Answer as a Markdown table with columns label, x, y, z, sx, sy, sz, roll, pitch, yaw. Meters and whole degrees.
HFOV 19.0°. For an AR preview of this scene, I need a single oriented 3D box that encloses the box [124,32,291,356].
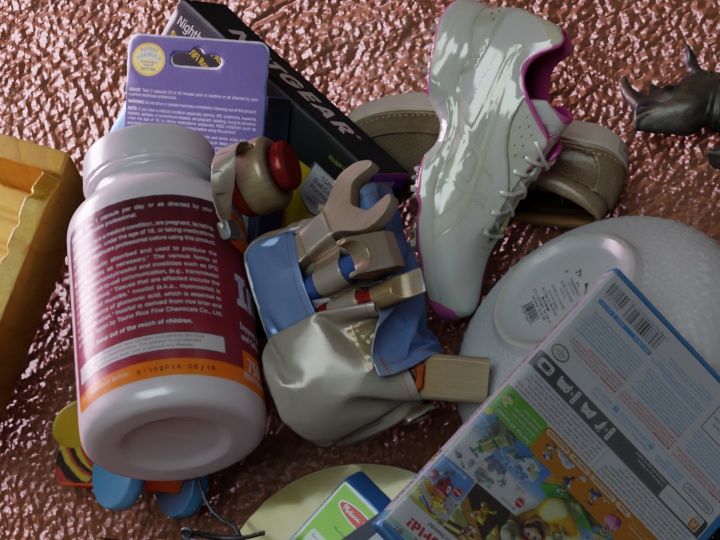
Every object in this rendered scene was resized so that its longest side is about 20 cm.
| label | x | y | z | sx | sy | sz | roll | pitch | yaw |
| --- | --- | --- | --- | --- | --- | --- | --- | --- | --- |
| box | -0.105 | -0.051 | 1.407 | 0.120 | 0.032 | 0.202 | 8 | 96 | 34 |

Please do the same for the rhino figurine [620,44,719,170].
| label | x | y | z | sx | sy | sz | roll | pitch | yaw |
| --- | --- | --- | --- | --- | --- | --- | --- | --- | --- |
| rhino figurine | 0.253 | -0.087 | 1.360 | 0.199 | 0.060 | 0.088 | 23 | 62 | 25 |

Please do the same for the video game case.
| label | x | y | z | sx | sy | sz | roll | pitch | yaw |
| --- | --- | --- | --- | --- | --- | --- | --- | --- | --- |
| video game case | 0.122 | 0.119 | 1.188 | 0.143 | 0.018 | 0.200 | 46 | 75 | -5 |

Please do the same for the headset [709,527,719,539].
| label | x | y | z | sx | sy | sz | roll | pitch | yaw |
| --- | --- | --- | --- | --- | --- | --- | --- | --- | --- |
| headset | 0.191 | 0.137 | 1.310 | 0.200 | 0.094 | 0.124 | -52 | 50 | 15 |

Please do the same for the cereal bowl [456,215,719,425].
| label | x | y | z | sx | sy | sz | roll | pitch | yaw |
| --- | --- | --- | --- | --- | --- | --- | --- | --- | --- |
| cereal bowl | 0.140 | 0.039 | 1.296 | 0.199 | 0.084 | 0.201 | -23 | 36 | 18 |

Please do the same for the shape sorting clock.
| label | x | y | z | sx | sy | sz | roll | pitch | yaw |
| --- | --- | --- | --- | --- | --- | --- | --- | --- | --- |
| shape sorting clock | 0.002 | 0.222 | 1.356 | 0.198 | 0.039 | 0.202 | -2 | 81 | 14 |

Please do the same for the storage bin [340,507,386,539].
| label | x | y | z | sx | sy | sz | roll | pitch | yaw |
| --- | --- | --- | --- | --- | --- | --- | --- | --- | --- |
| storage bin | 0.028 | 0.227 | 1.269 | 0.199 | 0.146 | 0.135 | -35 | 102 | 6 |

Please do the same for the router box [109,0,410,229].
| label | x | y | z | sx | sy | sz | roll | pitch | yaw |
| --- | --- | --- | --- | --- | --- | --- | --- | --- | --- |
| router box | -0.079 | -0.064 | 1.441 | 0.200 | 0.051 | 0.150 | 43 | 114 | 27 |

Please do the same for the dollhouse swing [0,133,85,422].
| label | x | y | z | sx | sy | sz | roll | pitch | yaw |
| --- | --- | --- | --- | --- | --- | --- | --- | --- | --- |
| dollhouse swing | -0.304 | -0.001 | 1.472 | 0.174 | 0.182 | 0.201 | 21 | 80 | 3 |

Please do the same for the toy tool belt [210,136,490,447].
| label | x | y | z | sx | sy | sz | roll | pitch | yaw |
| --- | --- | --- | --- | --- | --- | --- | --- | --- | --- |
| toy tool belt | 0.000 | 0.000 | 1.295 | 0.122 | 0.125 | 0.202 | -21 | 82 | 19 |

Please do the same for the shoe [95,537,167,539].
| label | x | y | z | sx | sy | sz | roll | pitch | yaw |
| --- | --- | --- | --- | --- | --- | --- | --- | --- | --- |
| shoe | -0.116 | 0.199 | 1.348 | 0.200 | 0.069 | 0.054 | -8 | 67 | 63 |

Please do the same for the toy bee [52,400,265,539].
| label | x | y | z | sx | sy | sz | roll | pitch | yaw |
| --- | --- | --- | --- | --- | --- | --- | --- | --- | --- |
| toy bee | -0.119 | 0.107 | 1.386 | 0.199 | 0.131 | 0.110 | 13 | 89 | 31 |

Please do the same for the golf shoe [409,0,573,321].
| label | x | y | z | sx | sy | sz | roll | pitch | yaw |
| --- | --- | --- | --- | --- | --- | --- | --- | --- | --- |
| golf shoe | 0.082 | -0.066 | 1.336 | 0.091 | 0.075 | 0.202 | 7 | 95 | 19 |

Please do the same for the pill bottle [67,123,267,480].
| label | x | y | z | sx | sy | sz | roll | pitch | yaw |
| --- | --- | --- | --- | --- | --- | --- | --- | --- | --- |
| pill bottle | -0.120 | 0.016 | 1.310 | 0.112 | 0.113 | 0.201 | -16 | 59 | 13 |

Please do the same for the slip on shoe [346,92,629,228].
| label | x | y | z | sx | sy | sz | roll | pitch | yaw |
| --- | --- | --- | --- | --- | --- | --- | --- | --- | --- |
| slip on shoe | 0.074 | -0.065 | 1.406 | 0.198 | 0.076 | 0.061 | 10 | 54 | 14 |
